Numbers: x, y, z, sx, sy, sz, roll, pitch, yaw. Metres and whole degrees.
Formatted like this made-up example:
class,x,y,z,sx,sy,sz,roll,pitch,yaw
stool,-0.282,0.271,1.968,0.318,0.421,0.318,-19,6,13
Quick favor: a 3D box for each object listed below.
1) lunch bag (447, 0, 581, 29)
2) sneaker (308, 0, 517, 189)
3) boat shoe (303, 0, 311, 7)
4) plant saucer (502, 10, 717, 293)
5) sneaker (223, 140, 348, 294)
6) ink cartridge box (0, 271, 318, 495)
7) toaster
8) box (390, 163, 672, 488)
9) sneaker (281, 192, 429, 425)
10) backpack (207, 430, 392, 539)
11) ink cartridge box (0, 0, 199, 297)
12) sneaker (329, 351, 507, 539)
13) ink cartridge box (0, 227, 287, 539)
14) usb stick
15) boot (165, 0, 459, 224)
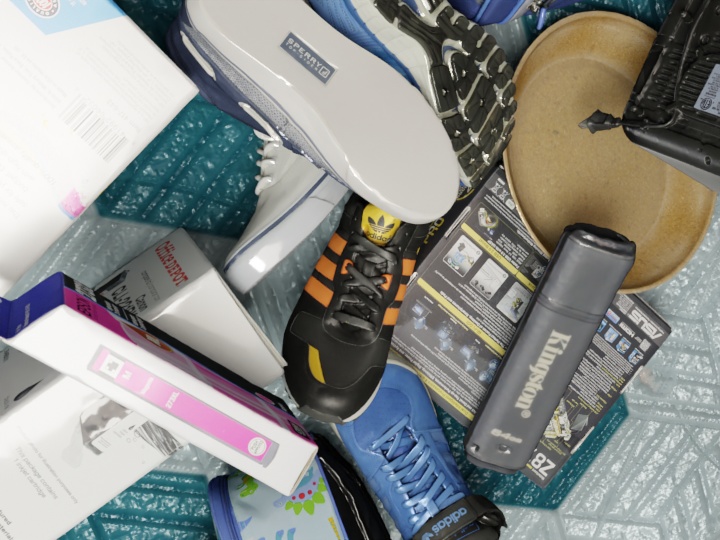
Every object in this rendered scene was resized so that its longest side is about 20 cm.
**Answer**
class,x,y,z,sx,sy,sz,roll,pitch,yaw
lunch bag,0.095,-0.248,0.728,0.131,0.136,0.202,-14,81,-12
sneaker,0.028,-0.136,0.738,0.079,0.089,0.201,-50,122,-26
boat shoe,-0.023,-0.221,0.759,0.065,0.074,0.201,25,105,-24
plant saucer,0.173,-0.083,0.838,0.199,0.035,0.202,3,84,-29
sneaker,-0.039,-0.071,0.766,0.071,0.073,0.200,39,59,-6
ink cartridge box,-0.120,0.049,0.620,0.199,0.095,0.037,30,91,-18
toaster,0.282,-0.129,0.760,0.118,0.200,0.182,24,95,-42
box,0.113,0.042,0.868,0.200,0.049,0.162,39,88,-21
sneaker,0.000,0.000,0.749,0.069,0.201,0.090,18,140,4
backpack,-0.040,0.222,0.788,0.146,0.183,0.201,-23,88,-4
ink cartridge box,-0.216,-0.087,0.696,0.200,0.125,0.129,-45,111,-1
sneaker,0.045,0.146,0.803,0.076,0.111,0.201,-31,133,-11
ink cartridge box,-0.160,0.071,0.740,0.199,0.144,0.084,-35,110,-7
usb stick,0.128,0.057,0.805,0.055,0.033,0.201,14,118,-15
boot,-0.030,-0.100,0.708,0.200,0.090,0.073,45,67,-8
